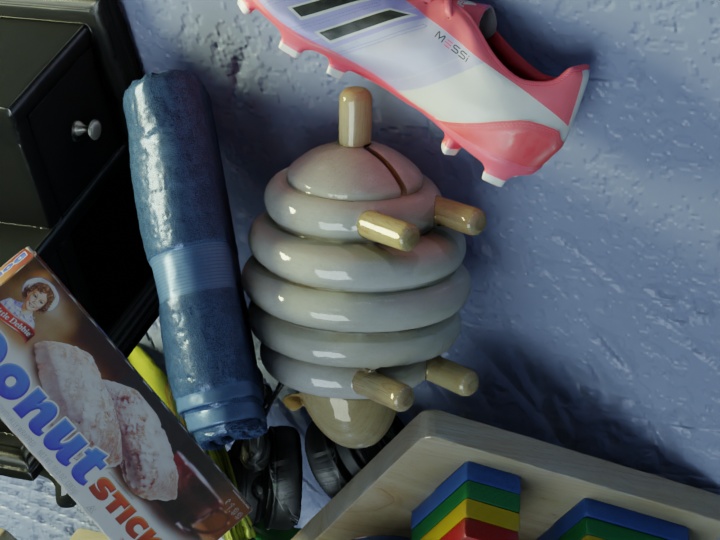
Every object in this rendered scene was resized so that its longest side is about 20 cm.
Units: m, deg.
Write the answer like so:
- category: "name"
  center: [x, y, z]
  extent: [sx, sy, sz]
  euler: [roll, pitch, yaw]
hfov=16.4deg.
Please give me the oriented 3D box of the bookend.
- category: "bookend"
  center: [-0.196, -0.027, 1.396]
  extent: [0.092, 0.199, 0.201]
  euler: [7, 131, 28]

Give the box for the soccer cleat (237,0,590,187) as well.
- category: "soccer cleat"
  center: [0.023, -0.123, 1.277]
  extent: [0.200, 0.067, 0.077]
  euler: [35, 109, 7]

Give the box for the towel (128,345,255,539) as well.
- category: "towel"
  center: [-0.105, 0.099, 1.500]
  extent: [0.200, 0.018, 0.086]
  euler: [-148, 42, -70]

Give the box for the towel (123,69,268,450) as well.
- category: "towel"
  center: [-0.092, -0.004, 1.352]
  extent: [0.048, 0.201, 0.112]
  euler: [-10, 173, 0]

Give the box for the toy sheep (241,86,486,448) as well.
- category: "toy sheep"
  center: [0.000, 0.000, 1.348]
  extent: [0.137, 0.138, 0.201]
  euler: [12, 107, 24]

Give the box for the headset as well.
- category: "headset"
  center: [-0.030, 0.127, 1.492]
  extent: [0.123, 0.094, 0.200]
  euler: [-15, 139, 12]

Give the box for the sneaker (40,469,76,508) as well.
- category: "sneaker"
  center: [-0.216, 0.073, 1.567]
  extent: [0.200, 0.090, 0.079]
  euler: [39, 145, 28]

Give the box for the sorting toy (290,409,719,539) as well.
- category: "sorting toy"
  center: [0.080, 0.179, 1.452]
  extent: [0.199, 0.070, 0.199]
  euler: [17, 143, -20]

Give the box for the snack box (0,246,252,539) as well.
- category: "snack box"
  center: [-0.145, 0.082, 1.356]
  extent: [0.200, 0.072, 0.024]
  euler: [52, 176, -25]

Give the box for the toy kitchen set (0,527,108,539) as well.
- category: "toy kitchen set"
  center: [-0.166, 0.254, 1.644]
  extent: [0.180, 0.200, 0.164]
  euler: [11, 135, 25]
